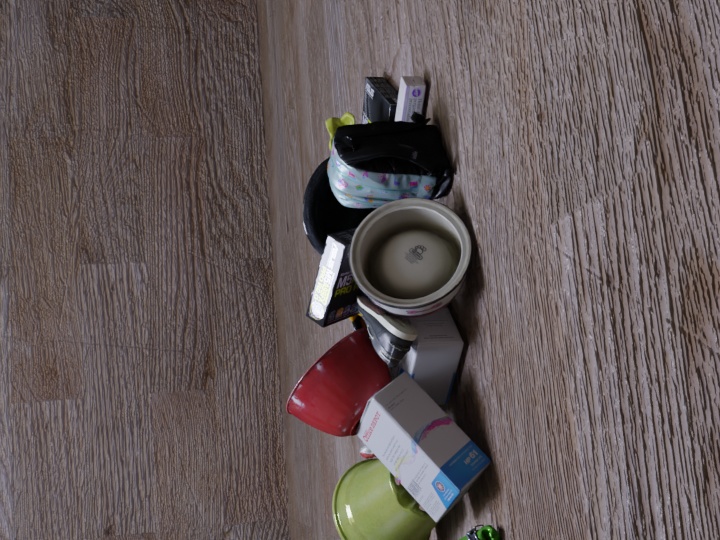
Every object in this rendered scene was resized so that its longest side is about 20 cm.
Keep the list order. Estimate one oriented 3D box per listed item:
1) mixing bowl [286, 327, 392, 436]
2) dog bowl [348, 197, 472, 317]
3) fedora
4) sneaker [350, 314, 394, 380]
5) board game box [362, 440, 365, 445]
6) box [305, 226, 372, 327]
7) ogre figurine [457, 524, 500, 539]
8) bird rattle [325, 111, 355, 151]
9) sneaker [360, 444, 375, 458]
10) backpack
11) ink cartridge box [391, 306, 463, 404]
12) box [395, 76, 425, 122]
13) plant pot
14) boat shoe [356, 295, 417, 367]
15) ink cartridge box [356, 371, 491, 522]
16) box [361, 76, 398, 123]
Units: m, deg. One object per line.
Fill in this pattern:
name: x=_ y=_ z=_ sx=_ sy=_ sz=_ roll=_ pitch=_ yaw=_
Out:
mixing bowl: x=-0.017 y=0.207 z=1.544 sx=0.108 sy=0.199 sz=0.201 roll=43 pitch=148 yaw=18
dog bowl: x=0.083 y=-0.014 z=1.468 sx=0.074 sy=0.198 sz=0.202 roll=71 pitch=-173 yaw=-59
fedora: x=-0.034 y=-0.109 z=1.668 sx=0.091 sy=0.198 sz=0.204 roll=174 pitch=94 yaw=-66
sneaker: x=0.022 y=0.158 z=1.720 sx=0.078 sy=0.081 sz=0.202 roll=-33 pitch=65 yaw=46
board game box: x=-0.003 y=0.237 z=1.761 sx=0.200 sy=0.034 sz=0.128 roll=-101 pitch=-8 yaw=-74
box: x=0.000 y=0.000 z=1.586 sx=0.044 sy=0.199 sz=0.162 roll=32 pitch=119 yaw=28
ogre figurine: x=0.150 y=0.485 z=1.388 sx=0.099 sy=0.118 sz=0.202 roll=-108 pitch=22 yaw=-49
bird rattle: x=-0.008 y=-0.204 z=1.746 sx=0.162 sy=0.112 sz=0.203 roll=-10 pitch=69 yaw=54
sneaker: x=0.051 y=0.249 z=1.629 sx=0.201 sy=0.082 sz=0.078 roll=-56 pitch=5 yaw=-30
backpack: x=0.043 y=-0.181 z=1.564 sx=0.168 sy=0.197 sz=0.128 roll=-107 pitch=20 yaw=-45
ink cartridge box: x=0.100 y=0.113 z=1.583 sx=0.201 sy=0.083 sz=0.146 roll=-108 pitch=22 yaw=-51
box: x=0.084 y=-0.258 z=1.687 sx=0.042 sy=0.038 sz=0.202 roll=-111 pitch=23 yaw=-53
plant pot: x=0.074 y=0.397 z=1.598 sx=0.185 sy=0.198 sz=0.203 roll=127 pitch=140 yaw=-51
boat shoe: x=0.031 y=0.093 z=1.502 sx=0.200 sy=0.071 sz=0.068 roll=-132 pitch=58 yaw=-64
ink cartridge box: x=0.096 y=0.282 z=1.462 sx=0.200 sy=0.084 sz=0.145 roll=44 pitch=149 yaw=16
box: x=0.044 y=-0.277 z=1.871 sx=0.200 sy=0.047 sz=0.195 roll=-117 pitch=27 yaw=-58
